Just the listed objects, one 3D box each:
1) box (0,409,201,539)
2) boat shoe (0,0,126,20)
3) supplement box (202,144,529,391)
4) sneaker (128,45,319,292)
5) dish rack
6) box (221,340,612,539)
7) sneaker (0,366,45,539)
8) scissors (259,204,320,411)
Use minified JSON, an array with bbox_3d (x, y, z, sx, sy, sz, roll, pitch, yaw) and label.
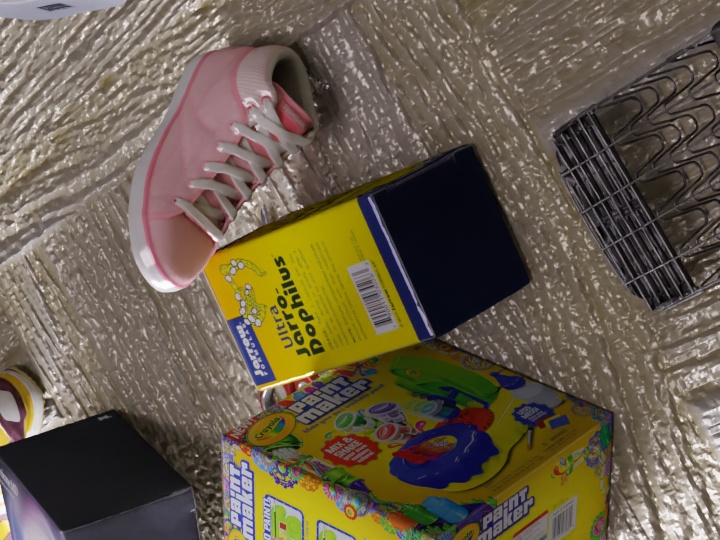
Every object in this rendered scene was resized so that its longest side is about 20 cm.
[{"bbox_3d":[-0.211,0.250,1.844,0.200,0.123,0.199,31,133,60],"label":"box"},{"bbox_3d":[-0.248,-0.235,1.716,0.200,0.073,0.066,1,83,41],"label":"boat shoe"},{"bbox_3d":[0.000,0.000,1.557,0.200,0.109,0.110,-19,97,48],"label":"supplement box"},{"bbox_3d":[-0.093,-0.080,1.565,0.104,0.201,0.075,-7,143,36],"label":"sneaker"},{"bbox_3d":[0.212,-0.064,1.359,0.200,0.054,0.154,-32,86,50],"label":"dish rack"},{"bbox_3d":[0.039,0.158,1.535,0.192,0.200,0.122,21,125,35],"label":"box"},{"bbox_3d":[-0.341,0.184,2.003,0.075,0.090,0.201,27,128,32],"label":"sneaker"},{"bbox_3d":[-0.050,0.048,1.706,0.073,0.014,0.201,25,126,37],"label":"scissors"}]
